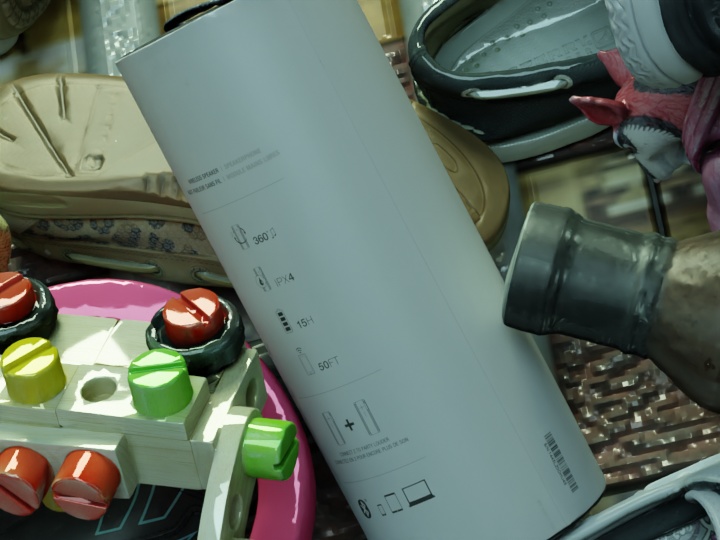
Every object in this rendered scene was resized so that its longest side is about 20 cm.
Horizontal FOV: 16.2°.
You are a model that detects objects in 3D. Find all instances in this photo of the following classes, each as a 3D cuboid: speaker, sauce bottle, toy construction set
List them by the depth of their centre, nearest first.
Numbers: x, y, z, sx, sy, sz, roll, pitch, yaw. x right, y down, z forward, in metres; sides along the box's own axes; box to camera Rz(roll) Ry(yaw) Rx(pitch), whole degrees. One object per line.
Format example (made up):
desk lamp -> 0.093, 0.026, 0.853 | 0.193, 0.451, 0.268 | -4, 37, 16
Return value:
toy construction set -> -0.095, 0.067, 0.743 | 0.200, 0.092, 0.131 | 16, 44, 8
sauce bottle -> 0.144, 0.021, 0.774 | 0.200, 0.065, 0.065 | 16, 73, 8
speaker -> 0.000, 0.000, 0.815 | 0.081, 0.081, 0.200 | -28, 96, 3

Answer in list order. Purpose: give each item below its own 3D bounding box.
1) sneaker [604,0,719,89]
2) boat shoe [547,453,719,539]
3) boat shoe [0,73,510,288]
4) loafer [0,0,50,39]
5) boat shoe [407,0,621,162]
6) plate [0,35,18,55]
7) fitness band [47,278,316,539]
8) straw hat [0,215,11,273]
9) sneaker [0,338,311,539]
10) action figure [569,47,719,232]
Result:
sneaker -> 0.159, -0.117, 0.781 | 0.114, 0.076, 0.200 | -1, 30, 33
boat shoe -> 0.119, 0.088, 0.804 | 0.200, 0.069, 0.072 | -20, 64, 6
boat shoe -> -0.042, -0.027, 0.908 | 0.200, 0.063, 0.073 | 10, 56, 16
loafer -> -0.150, -0.175, 0.983 | 0.068, 0.076, 0.200 | -2, 58, 4
boat shoe -> 0.112, -0.100, 0.888 | 0.200, 0.060, 0.076 | -29, 63, 2
plate -> -0.257, -0.134, 1.021 | 0.199, 0.032, 0.200 | -25, 64, 5
fitness band -> -0.108, 0.091, 0.802 | 0.200, 0.037, 0.144 | -40, 68, -11
straw hat -> -0.165, -0.005, 0.853 | 0.085, 0.201, 0.201 | 18, 74, 17
sneaker -> -0.081, 0.086, 0.872 | 0.200, 0.075, 0.079 | -28, 93, -4
action figure -> 0.164, -0.034, 0.807 | 0.200, 0.149, 0.134 | 13, 78, 6
